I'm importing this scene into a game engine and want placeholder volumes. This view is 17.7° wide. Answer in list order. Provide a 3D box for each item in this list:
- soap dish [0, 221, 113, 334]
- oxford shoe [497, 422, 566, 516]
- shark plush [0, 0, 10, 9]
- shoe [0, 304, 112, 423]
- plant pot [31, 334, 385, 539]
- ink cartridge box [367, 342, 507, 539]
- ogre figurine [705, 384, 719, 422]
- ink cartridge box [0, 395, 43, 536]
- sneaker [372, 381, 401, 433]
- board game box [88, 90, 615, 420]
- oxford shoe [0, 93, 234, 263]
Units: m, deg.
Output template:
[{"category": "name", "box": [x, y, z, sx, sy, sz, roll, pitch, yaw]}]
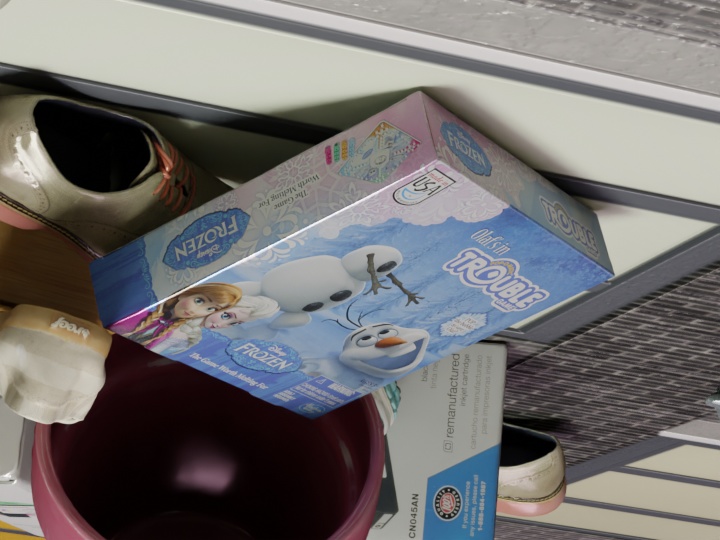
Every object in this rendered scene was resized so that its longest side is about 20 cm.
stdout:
[{"category": "soap dish", "box": [-0.229, -0.011, 1.273, 0.199, 0.082, 0.157, 18, 160, -36]}, {"category": "oxford shoe", "box": [0.060, 0.133, 1.760, 0.199, 0.071, 0.074, 5, 140, 5]}, {"category": "shark plush", "box": [-0.170, -0.126, 0.876, 0.199, 0.091, 0.084, 1, 135, 31]}, {"category": "shoe", "box": [-0.169, 0.052, 1.185, 0.070, 0.054, 0.200, 15, 173, -10]}, {"category": "plant pot", "box": [-0.094, 0.147, 1.341, 0.199, 0.201, 0.179, 7, 138, -5]}, {"category": "ink cartridge box", "box": [-0.006, 0.120, 1.547, 0.199, 0.145, 0.084, 4, 163, 3]}, {"category": "ogre figurine", "box": [0.296, 0.087, 1.424, 0.119, 0.099, 0.200, -20, 165, 33]}, {"category": "ink cartridge box", "box": [-0.206, 0.085, 1.487, 0.084, 0.146, 0.200, 0, 164, 18]}, {"category": "sneaker", "box": [-0.045, 0.065, 1.420, 0.077, 0.087, 0.200, -7, 142, 39]}, {"category": "board game box", "box": [0.000, 0.000, 1.181, 0.198, 0.044, 0.200, -27, 152, 22]}, {"category": "oxford shoe", "box": [-0.110, -0.036, 1.163, 0.199, 0.071, 0.075, 18, 157, -40]}]
